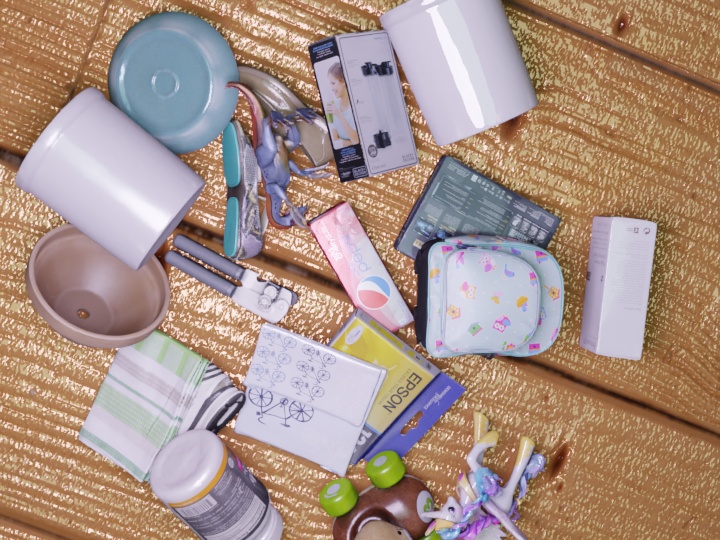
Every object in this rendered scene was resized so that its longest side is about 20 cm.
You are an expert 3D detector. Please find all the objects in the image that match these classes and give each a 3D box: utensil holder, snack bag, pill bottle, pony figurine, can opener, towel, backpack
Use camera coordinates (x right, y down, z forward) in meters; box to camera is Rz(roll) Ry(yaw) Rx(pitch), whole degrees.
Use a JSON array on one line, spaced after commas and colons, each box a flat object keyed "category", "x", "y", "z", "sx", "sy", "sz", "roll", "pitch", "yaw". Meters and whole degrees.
[{"category": "utensil holder", "x": -0.337, "y": -0.122, "z": 1.572, "sx": 0.200, "sy": 0.170, "sz": 0.170, "roll": 38, "pitch": 91, "yaw": -6}, {"category": "utensil holder", "x": 0.141, "y": -0.296, "z": 1.609, "sx": 0.169, "sy": 0.170, "sz": 0.201, "roll": -23, "pitch": 99, "yaw": -2}, {"category": "snack bag", "x": -0.081, "y": 0.189, "z": 1.647, "sx": 0.188, "sy": 0.021, "sz": 0.201, "roll": 22, "pitch": 116, "yaw": 2}, {"category": "pill bottle", "x": -0.198, "y": 0.323, "z": 1.618, "sx": 0.116, "sy": 0.116, "sz": 0.200, "roll": -36, "pitch": 128, "yaw": -1}, {"category": "pony figurine", "x": 0.193, "y": 0.336, "z": 1.669, "sx": 0.193, "sy": 0.166, "sz": 0.200, "roll": 39, "pitch": 66, "yaw": -19}, {"category": "can opener", "x": -0.188, "y": 0.013, "z": 1.662, "sx": 0.200, "sy": 0.066, "sz": 0.053, "roll": 28, "pitch": 91, "yaw": 2}, {"category": "towel", "x": -0.315, "y": 0.185, "z": 1.641, "sx": 0.149, "sy": 0.031, "sz": 0.201, "roll": 27, "pitch": 95, "yaw": 23}, {"category": "backpack", "x": 0.185, "y": 0.038, "z": 1.598, "sx": 0.199, "sy": 0.153, "sz": 0.177, "roll": 0, "pitch": 93, "yaw": -12}]

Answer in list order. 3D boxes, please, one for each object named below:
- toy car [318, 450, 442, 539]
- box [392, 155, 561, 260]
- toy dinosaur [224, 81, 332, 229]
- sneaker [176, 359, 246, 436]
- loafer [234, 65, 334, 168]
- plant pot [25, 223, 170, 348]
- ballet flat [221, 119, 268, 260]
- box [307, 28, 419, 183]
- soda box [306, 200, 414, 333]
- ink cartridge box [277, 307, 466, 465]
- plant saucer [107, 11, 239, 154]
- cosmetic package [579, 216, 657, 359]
[{"category": "toy car", "x": 0.047, "y": 0.384, "z": 1.616, "sx": 0.157, "sy": 0.200, "sz": 0.165, "roll": -31, "pitch": 111, "yaw": -1}, {"category": "box", "x": 0.171, "y": -0.054, "z": 1.685, "sx": 0.200, "sy": 0.051, "sz": 0.158, "roll": 28, "pitch": 91, "yaw": -7}, {"category": "toy dinosaur", "x": -0.113, "y": -0.148, "z": 1.617, "sx": 0.200, "sy": 0.105, "sz": 0.182, "roll": 41, "pitch": 132, "yaw": 18}, {"category": "sneaker", "x": -0.264, "y": 0.211, "z": 1.673, "sx": 0.201, "sy": 0.076, "sz": 0.115, "roll": -47, "pitch": 69, "yaw": 13}, {"category": "loafer", "x": -0.110, "y": -0.219, "z": 1.638, "sx": 0.200, "sy": 0.076, "sz": 0.068, "roll": 35, "pitch": 85, "yaw": -6}, {"category": "plant pot", "x": -0.377, "y": 0.037, "z": 1.607, "sx": 0.201, "sy": 0.201, "sz": 0.093, "roll": 35, "pitch": 132, "yaw": -6}, {"category": "ballet flat", "x": -0.163, "y": -0.116, "z": 1.655, "sx": 0.072, "sy": 0.072, "sz": 0.201, "roll": -1, "pitch": 94, "yaw": -4}, {"category": "box", "x": 0.006, "y": -0.234, "z": 1.625, "sx": 0.116, "sy": 0.060, "sz": 0.201, "roll": -20, "pitch": 99, "yaw": -46}, {"category": "soda box", "x": 0.000, "y": 0.000, "z": 1.669, "sx": 0.070, "sy": 0.063, "sz": 0.200, "roll": -30, "pitch": 96, "yaw": -2}, {"category": "ink cartridge box", "x": 0.014, "y": 0.186, "z": 1.661, "sx": 0.200, "sy": 0.047, "sz": 0.198, "roll": 38, "pitch": 112, "yaw": -4}, {"category": "plant saucer", "x": -0.270, "y": -0.263, "z": 1.613, "sx": 0.199, "sy": 0.036, "sz": 0.201, "roll": 2, "pitch": 98, "yaw": 14}, {"category": "cosmetic package", "x": 0.375, "y": 0.023, "z": 1.682, "sx": 0.074, "sy": 0.102, "sz": 0.201, "roll": 7, "pitch": 92, "yaw": -4}]
